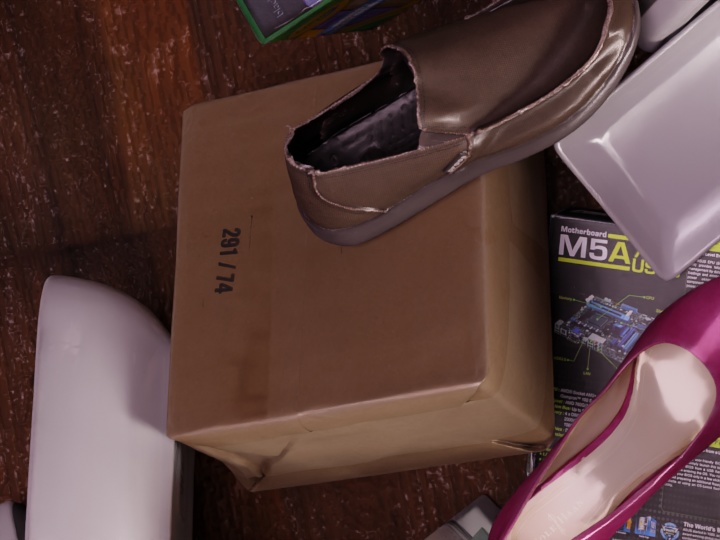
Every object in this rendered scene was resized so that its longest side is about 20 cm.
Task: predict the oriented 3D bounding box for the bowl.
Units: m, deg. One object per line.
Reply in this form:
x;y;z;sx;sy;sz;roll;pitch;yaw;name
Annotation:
-0.132;0.113;1.172;0.075;0.200;0.200;0;72;1;bowl

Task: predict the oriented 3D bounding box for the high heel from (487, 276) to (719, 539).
0.136;0.082;1.094;0.067;0.096;0.200;47;111;9;high heel

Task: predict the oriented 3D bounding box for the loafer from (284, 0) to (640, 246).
0.047;-0.085;1.045;0.200;0.071;0.073;-37;58;7;loafer

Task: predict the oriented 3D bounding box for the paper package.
0.000;0.000;1.134;0.190;0.103;0.200;-11;65;22;paper package

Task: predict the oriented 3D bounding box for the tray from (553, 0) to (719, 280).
0.201;-0.095;1.094;0.200;0.022;0.107;-40;114;5;tray

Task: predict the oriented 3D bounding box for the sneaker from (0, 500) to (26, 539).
-0.137;0.205;1.279;0.099;0.071;0.200;-34;74;2;sneaker

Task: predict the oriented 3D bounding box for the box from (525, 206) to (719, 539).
0.191;0.073;1.149;0.200;0.048;0.193;7;98;19;box

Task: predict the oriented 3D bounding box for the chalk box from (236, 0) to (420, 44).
-0.011;-0.199;1.096;0.124;0.200;0.125;-29;88;21;chalk box

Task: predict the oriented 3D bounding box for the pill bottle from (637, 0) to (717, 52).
0.126;-0.219;1.092;0.111;0.111;0.200;-41;83;20;pill bottle

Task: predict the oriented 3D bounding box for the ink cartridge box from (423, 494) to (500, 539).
0.064;0.211;1.133;0.146;0.200;0.084;45;107;8;ink cartridge box
